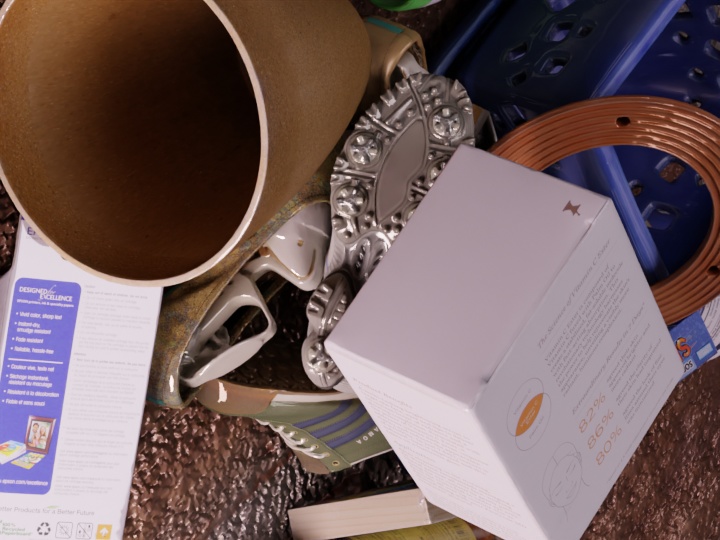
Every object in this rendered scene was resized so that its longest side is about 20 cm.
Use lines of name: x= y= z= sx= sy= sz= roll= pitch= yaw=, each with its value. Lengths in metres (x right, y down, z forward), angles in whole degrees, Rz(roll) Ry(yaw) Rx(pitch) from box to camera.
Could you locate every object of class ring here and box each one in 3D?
ring: x=0.154 y=-0.033 z=1.428 sx=0.019 sy=0.200 sz=0.200 roll=-95 pitch=159 yaw=-46

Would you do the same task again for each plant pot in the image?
plant pot: x=-0.083 y=-0.107 z=1.308 sx=0.200 sy=0.186 sz=0.187 roll=-30 pitch=124 yaw=-57
plant pot: x=0.166 y=-0.117 z=1.542 sx=0.200 sy=0.180 sz=0.200 roll=-51 pitch=132 yaw=-23

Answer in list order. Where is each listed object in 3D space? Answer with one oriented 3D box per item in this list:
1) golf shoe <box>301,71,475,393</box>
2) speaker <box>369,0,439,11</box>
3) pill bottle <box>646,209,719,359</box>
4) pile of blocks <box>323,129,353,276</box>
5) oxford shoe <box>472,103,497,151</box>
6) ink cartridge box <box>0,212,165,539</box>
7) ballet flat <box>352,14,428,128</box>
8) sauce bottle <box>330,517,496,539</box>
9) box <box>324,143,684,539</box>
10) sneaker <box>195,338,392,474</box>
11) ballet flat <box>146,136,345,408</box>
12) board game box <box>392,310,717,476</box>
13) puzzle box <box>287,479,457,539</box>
golf shoe: x=0.014 y=-0.025 z=1.389 sx=0.097 sy=0.078 sz=0.200 roll=-46 pitch=156 yaw=-84
speaker: x=0.079 y=-0.239 z=1.482 sx=0.200 sy=0.088 sz=0.089 roll=-33 pitch=124 yaw=-35
pill bottle: x=0.221 y=0.011 z=1.690 sx=0.200 sy=0.111 sz=0.111 roll=9 pitch=95 yaw=-48
pile of blocks: x=0.000 y=0.000 z=1.468 sx=0.082 sy=0.062 sz=0.200 roll=-22 pitch=91 yaw=-5
oxford shoe: x=0.074 y=-0.036 z=1.471 sx=0.075 sy=0.058 sz=0.200 roll=-59 pitch=146 yaw=-29
ink cartridge box: x=-0.173 y=0.066 z=1.332 sx=0.095 sy=0.037 sz=0.200 roll=6 pitch=101 yaw=-27
ballet flat: x=0.035 y=-0.075 z=1.502 sx=0.069 sy=0.063 sz=0.200 roll=-47 pitch=132 yaw=-33
sauce bottle: x=-0.003 y=0.206 z=1.532 sx=0.200 sy=0.066 sz=0.066 roll=-5 pitch=106 yaw=-30
box: x=0.090 y=0.051 z=1.343 sx=0.152 sy=0.106 sz=0.200 roll=-55 pitch=145 yaw=-18
sneaker: x=-0.027 y=0.096 z=1.488 sx=0.200 sy=0.067 sz=0.090 roll=-2 pitch=121 yaw=-36
ballet flat: x=-0.063 y=0.005 z=1.391 sx=0.200 sy=0.071 sz=0.071 roll=-46 pitch=133 yaw=-7
board game box: x=0.126 y=0.084 z=1.551 sx=0.135 sy=0.200 sz=0.034 roll=-32 pitch=100 yaw=-35
puzzle box: x=0.066 y=0.149 z=1.559 sx=0.200 sy=0.133 sz=0.025 roll=-9 pitch=85 yaw=-45
